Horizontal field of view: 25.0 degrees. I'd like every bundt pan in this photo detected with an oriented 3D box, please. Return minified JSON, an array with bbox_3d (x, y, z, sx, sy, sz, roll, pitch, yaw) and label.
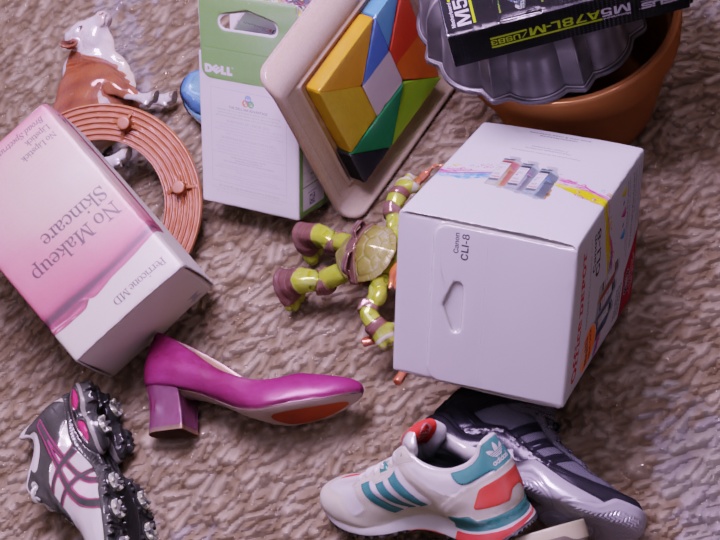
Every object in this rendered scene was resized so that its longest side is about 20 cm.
[{"bbox_3d":[0.139,-0.240,1.352,0.202,0.076,0.202,-6,58,10],"label":"bundt pan"}]

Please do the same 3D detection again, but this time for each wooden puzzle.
[{"bbox_3d":[0.008,-0.169,1.435,0.037,0.200,0.185,21,66,37],"label":"wooden puzzle"}]

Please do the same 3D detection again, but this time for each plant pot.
[{"bbox_3d":[0.187,-0.188,1.436,0.200,0.140,0.200,-7,58,10],"label":"plant pot"}]

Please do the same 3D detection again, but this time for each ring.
[{"bbox_3d":[-0.244,-0.059,1.498,0.200,0.019,0.201,-1,82,10],"label":"ring"}]

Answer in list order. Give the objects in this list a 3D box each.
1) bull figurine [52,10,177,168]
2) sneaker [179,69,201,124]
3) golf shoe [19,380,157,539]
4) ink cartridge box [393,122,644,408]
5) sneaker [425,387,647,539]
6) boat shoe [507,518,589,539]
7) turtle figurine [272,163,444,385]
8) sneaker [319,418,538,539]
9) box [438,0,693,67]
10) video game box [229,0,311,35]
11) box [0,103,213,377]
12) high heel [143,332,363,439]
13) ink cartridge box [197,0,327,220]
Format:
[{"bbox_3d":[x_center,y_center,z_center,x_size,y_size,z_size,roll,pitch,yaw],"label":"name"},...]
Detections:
[{"bbox_3d":[-0.254,-0.152,1.567,0.121,0.065,0.200,13,74,18],"label":"bull figurine"},{"bbox_3d":[-0.078,-0.177,1.526,0.200,0.090,0.078,4,61,17],"label":"sneaker"},{"bbox_3d":[-0.229,0.190,1.363,0.088,0.077,0.200,-29,49,9],"label":"golf shoe"},{"bbox_3d":[0.127,-0.009,1.290,0.145,0.145,0.200,12,30,20],"label":"ink cartridge box"},{"bbox_3d":[0.149,0.133,1.291,0.200,0.076,0.114,22,67,24],"label":"sneaker"},{"bbox_3d":[0.086,0.250,1.236,0.200,0.075,0.068,-21,79,19],"label":"boat shoe"},{"bbox_3d":[0.000,0.000,1.390,0.161,0.064,0.200,-4,68,39],"label":"turtle figurine"},{"bbox_3d":[0.043,0.156,1.260,0.200,0.093,0.070,-1,22,43],"label":"sneaker"},{"bbox_3d":[0.147,-0.273,1.298,0.193,0.048,0.200,-16,58,8],"label":"box"},{"bbox_3d":[-0.037,-0.288,1.548,0.182,0.047,0.200,15,53,-26],"label":"video game box"},{"bbox_3d":[-0.248,-0.025,1.427,0.128,0.109,0.200,-42,76,-1],"label":"box"},{"bbox_3d":[-0.095,0.084,1.384,0.200,0.067,0.096,-8,69,14],"label":"high heel"},{"bbox_3d":[-0.086,-0.153,1.449,0.104,0.200,0.059,14,29,25],"label":"ink cartridge box"}]
